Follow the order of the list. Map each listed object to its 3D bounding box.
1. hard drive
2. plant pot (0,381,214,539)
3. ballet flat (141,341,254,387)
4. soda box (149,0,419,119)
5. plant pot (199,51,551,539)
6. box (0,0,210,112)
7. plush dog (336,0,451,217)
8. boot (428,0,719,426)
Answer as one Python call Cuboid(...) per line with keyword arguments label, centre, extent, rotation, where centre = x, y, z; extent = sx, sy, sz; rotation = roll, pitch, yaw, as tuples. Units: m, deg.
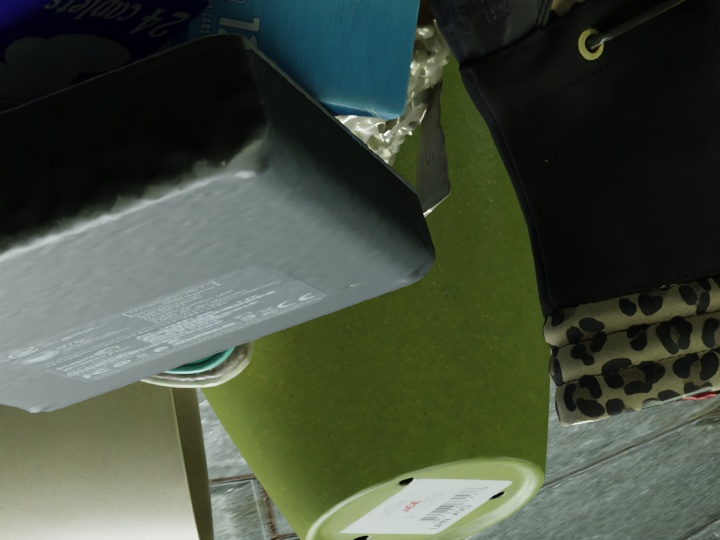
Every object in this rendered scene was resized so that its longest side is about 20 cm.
Cuboid(label="hard drive", centre=(-0.064, -0.004, 0.587), extent=(0.138, 0.033, 0.200), rotation=(-19, 169, 9))
Cuboid(label="plant pot", centre=(-0.179, 0.068, 1.046), extent=(0.198, 0.189, 0.188), rotation=(-10, 161, -2))
Cuboid(label="ballet flat", centre=(-0.118, -0.015, 0.816), extent=(0.068, 0.199, 0.062), rotation=(-65, 167, 1))
Cuboid(label="soda box", centre=(-0.017, -0.144, 0.588), extent=(0.067, 0.202, 0.064), rotation=(7, -178, -30))
Cuboid(label="plant pot", centre=(0.000, 0.000, 0.858), extent=(0.185, 0.201, 0.188), rotation=(-14, 155, -7))
Cuboid(label="box", centre=(-0.168, -0.095, 0.570), extent=(0.199, 0.185, 0.105), rotation=(-36, 161, 30))
Cuboid(label="plush dog", centre=(-0.059, -0.099, 0.694), extent=(0.170, 0.202, 0.160), rotation=(4, -170, -13))
Cuboid(label="boot", centre=(0.114, -0.045, 0.633), extent=(0.199, 0.152, 0.073), rotation=(-10, 174, -31))
